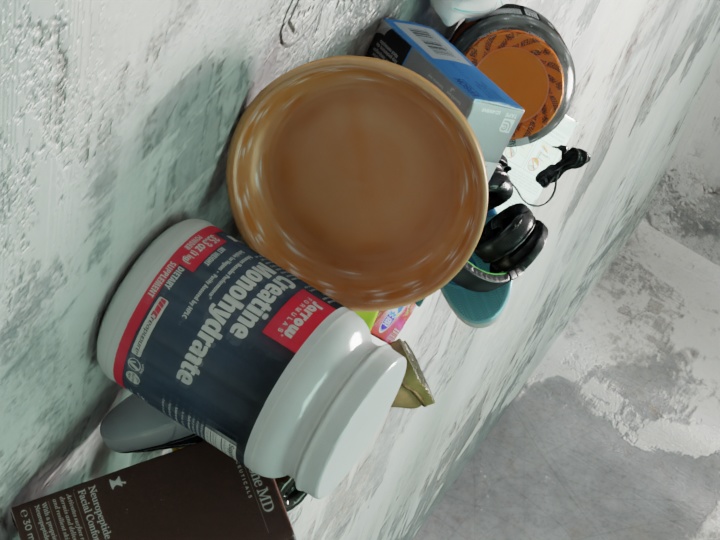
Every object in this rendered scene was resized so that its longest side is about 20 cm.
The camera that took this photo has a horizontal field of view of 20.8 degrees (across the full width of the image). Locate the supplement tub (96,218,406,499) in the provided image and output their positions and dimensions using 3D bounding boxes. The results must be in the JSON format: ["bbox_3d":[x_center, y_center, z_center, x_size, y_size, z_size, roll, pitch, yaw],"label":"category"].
[{"bbox_3d":[-0.081,0.065,1.455,0.140,0.200,0.140,-55,168,-18],"label":"supplement tub"}]

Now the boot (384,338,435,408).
[{"bbox_3d":[-0.035,0.134,1.944,0.200,0.066,0.175,-25,162,4],"label":"boot"}]

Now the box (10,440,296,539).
[{"bbox_3d":[-0.156,0.203,1.504,0.200,0.100,0.075,-19,157,-9],"label":"box"}]

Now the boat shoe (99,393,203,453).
[{"bbox_3d":[-0.106,0.114,1.565,0.072,0.200,0.068,-112,-179,-59],"label":"boat shoe"}]

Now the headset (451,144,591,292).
[{"bbox_3d":[0.129,-0.059,1.752,0.094,0.124,0.200,-30,180,40],"label":"headset"}]

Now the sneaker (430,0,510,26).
[{"bbox_3d":[0.115,-0.270,1.779,0.080,0.070,0.200,-46,172,26],"label":"sneaker"}]

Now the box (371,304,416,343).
[{"bbox_3d":[0.000,0.000,1.872,0.096,0.100,0.200,-58,169,-1],"label":"box"}]

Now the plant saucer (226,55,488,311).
[{"bbox_3d":[-0.001,-0.067,1.472,0.200,0.200,0.037,-64,178,25],"label":"plant saucer"}]

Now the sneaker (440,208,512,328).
[{"bbox_3d":[0.099,-0.028,1.872,0.131,0.079,0.200,79,-1,-71],"label":"sneaker"}]

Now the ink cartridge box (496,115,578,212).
[{"bbox_3d":[0.122,-0.101,2.054,0.161,0.050,0.200,26,89,-40],"label":"ink cartridge box"}]

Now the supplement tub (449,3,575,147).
[{"bbox_3d":[0.137,-0.181,1.820,0.123,0.122,0.200,-61,-177,12],"label":"supplement tub"}]

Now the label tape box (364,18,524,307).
[{"bbox_3d":[0.036,-0.091,1.664,0.066,0.143,0.200,8,119,-42],"label":"label tape box"}]

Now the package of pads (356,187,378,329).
[{"bbox_3d":[-0.021,-0.036,1.607,0.200,0.068,0.155,-66,-151,30],"label":"package of pads"}]

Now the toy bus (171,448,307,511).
[{"bbox_3d":[-0.107,0.118,1.696,0.200,0.136,0.192,-58,155,12],"label":"toy bus"}]
